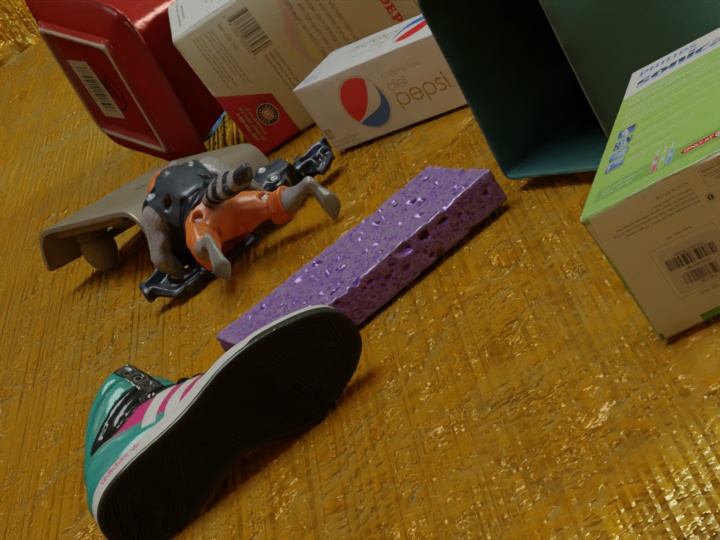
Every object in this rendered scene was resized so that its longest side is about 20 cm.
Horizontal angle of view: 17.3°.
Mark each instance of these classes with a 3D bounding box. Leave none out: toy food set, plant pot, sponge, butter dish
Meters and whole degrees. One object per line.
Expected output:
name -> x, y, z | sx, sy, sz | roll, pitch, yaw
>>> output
toy food set -> -0.179, -0.048, 2.090 | 0.143, 0.060, 0.200 | -32, 13, -34
plant pot -> 0.175, -0.174, 1.577 | 0.200, 0.141, 0.141 | -34, 14, -24
sponge -> 0.000, 0.000, 1.618 | 0.200, 0.030, 0.112 | -39, 16, -13
butter dish -> -0.191, -0.212, 2.233 | 0.148, 0.200, 0.199 | -44, 34, -21

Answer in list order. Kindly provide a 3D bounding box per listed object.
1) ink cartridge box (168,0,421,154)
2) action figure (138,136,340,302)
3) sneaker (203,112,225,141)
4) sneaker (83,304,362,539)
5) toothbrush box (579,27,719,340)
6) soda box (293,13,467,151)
ink cartridge box -> -0.051, -0.220, 2.123 | 0.200, 0.148, 0.086 | -32, 27, 7
action figure -> -0.098, -0.064, 1.876 | 0.200, 0.105, 0.193 | -43, 27, -20
sneaker -> -0.154, -0.188, 2.391 | 0.082, 0.074, 0.200 | -31, 17, 6
sneaker -> -0.097, 0.084, 1.491 | 0.200, 0.084, 0.121 | -39, 26, -8
toothbrush box -> 0.214, -0.068, 1.281 | 0.146, 0.086, 0.200 | -28, 18, 26
soda box -> 0.041, -0.161, 1.926 | 0.200, 0.068, 0.064 | -17, 24, 46
